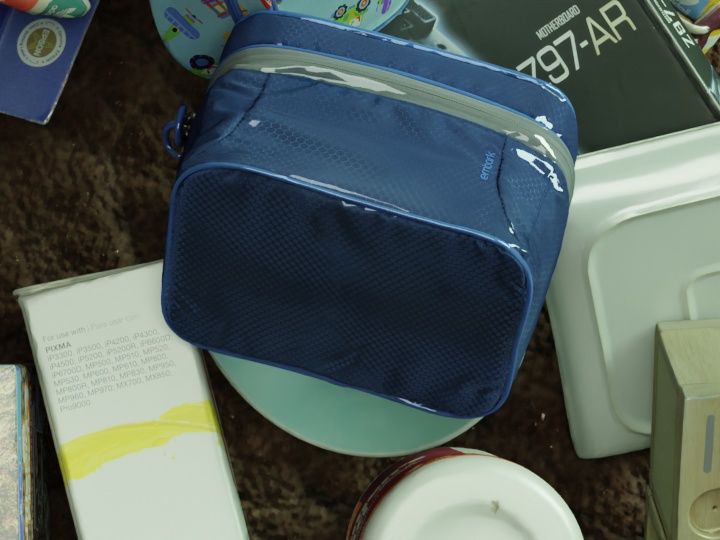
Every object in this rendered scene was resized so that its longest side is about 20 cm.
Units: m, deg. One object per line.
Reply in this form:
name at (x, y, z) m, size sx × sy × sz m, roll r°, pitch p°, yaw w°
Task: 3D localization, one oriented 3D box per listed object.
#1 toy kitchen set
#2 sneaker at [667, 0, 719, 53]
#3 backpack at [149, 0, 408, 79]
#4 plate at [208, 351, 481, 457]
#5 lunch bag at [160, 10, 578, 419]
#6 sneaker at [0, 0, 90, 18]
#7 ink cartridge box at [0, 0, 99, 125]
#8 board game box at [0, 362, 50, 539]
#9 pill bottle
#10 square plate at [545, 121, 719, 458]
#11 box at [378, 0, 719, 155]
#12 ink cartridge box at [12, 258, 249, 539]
toy kitchen set at (0.255, 0.138, 1.253) m, size 0.199 × 0.163 × 0.181 m, roll -3°, pitch 117°, yaw -4°
sneaker at (0.153, -0.131, 1.327) m, size 0.075 × 0.090 × 0.200 m, roll 33°, pitch 86°, yaw -2°
backpack at (-0.027, -0.191, 1.233) m, size 0.134 × 0.183 × 0.201 m, roll 14°, pitch 123°, yaw 32°
plate at (0.000, 0.000, 1.313) m, size 0.200 × 0.026 × 0.201 m, roll 6°, pitch 107°, yaw 22°
lunch bag at (-0.002, -0.035, 1.194) m, size 0.199 × 0.136 × 0.133 m, roll 17°, pitch 47°, yaw 3°
sneaker at (-0.145, -0.217, 1.242) m, size 0.093 × 0.070 × 0.200 m, roll 26°, pitch 70°, yaw -31°
ink cartridge box at (-0.216, -0.191, 1.285) m, size 0.199 × 0.043 × 0.197 m, roll 15°, pitch 77°, yaw 22°
board game box at (-0.240, 0.096, 1.242) m, size 0.159 × 0.200 × 0.097 m, roll -1°, pitch 88°, yaw -4°
pill bottle at (0.048, 0.144, 1.256) m, size 0.109 × 0.200 × 0.110 m, roll 0°, pitch 88°, yaw -3°
square plate at (0.193, 0.009, 1.289) m, size 0.198 × 0.028 × 0.200 m, roll -13°, pitch 128°, yaw 3°
box at (0.078, -0.082, 1.306) m, size 0.200 × 0.044 × 0.160 m, roll -33°, pitch 90°, yaw 21°
ink cartridge box at (-0.108, 0.099, 1.276) m, size 0.083 × 0.145 × 0.201 m, roll -14°, pitch 89°, yaw -4°
